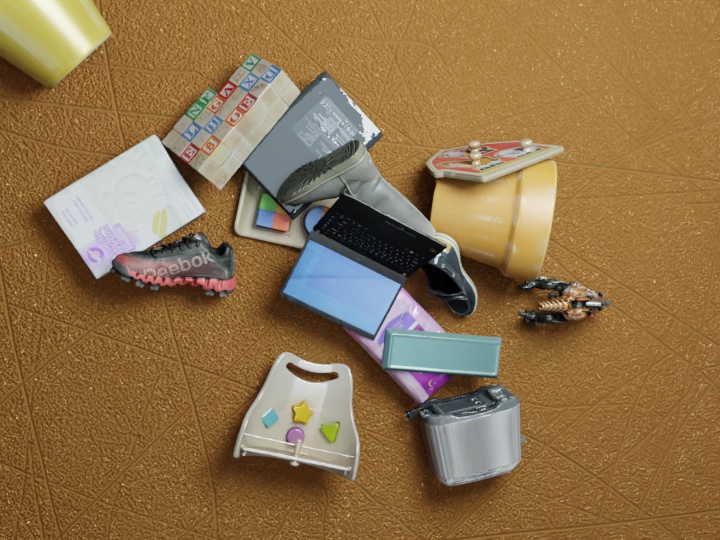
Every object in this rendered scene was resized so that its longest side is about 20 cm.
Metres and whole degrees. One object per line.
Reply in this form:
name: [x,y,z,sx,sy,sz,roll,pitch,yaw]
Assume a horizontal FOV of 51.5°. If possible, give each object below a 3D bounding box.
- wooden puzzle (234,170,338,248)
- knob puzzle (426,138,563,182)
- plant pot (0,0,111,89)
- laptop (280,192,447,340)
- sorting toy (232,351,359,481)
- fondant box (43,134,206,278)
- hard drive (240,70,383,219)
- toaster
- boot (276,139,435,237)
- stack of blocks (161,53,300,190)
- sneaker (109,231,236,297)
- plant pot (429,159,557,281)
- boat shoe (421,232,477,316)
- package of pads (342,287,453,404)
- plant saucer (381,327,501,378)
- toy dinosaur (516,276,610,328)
wooden puzzle: [-0.094,-0.129,1.234,0.200,0.046,0.185,12,92,-10]
knob puzzle: [0.192,-0.190,1.205,0.220,0.220,0.030,-14,111,-8]
plant pot: [-0.477,-0.378,1.087,0.201,0.201,0.189,-44,114,-4]
laptop: [0.000,0.000,1.137,0.177,0.200,0.103,26,60,-15]
sorting toy: [-0.093,0.233,1.238,0.200,0.107,0.180,14,84,-10]
fondant box: [-0.368,-0.100,1.184,0.200,0.058,0.144,-33,99,-5]
hard drive: [-0.084,-0.198,1.195,0.200,0.033,0.140,-43,96,-2]
toaster: [0.182,0.282,1.275,0.200,0.114,0.129,-12,98,-10]
boot: [-0.007,-0.091,1.164,0.182,0.073,0.200,-19,131,30]
stack of blocks: [-0.203,-0.239,1.169,0.200,0.115,0.059,-50,143,-3]
sneaker: [-0.286,-0.018,1.173,0.200,0.071,0.098,6,105,-29]
plant pot: [0.209,-0.094,1.225,0.183,0.200,0.200,9,92,5]
boat shoe: [0.143,0.021,1.232,0.075,0.200,0.062,12,59,30]
package of pads: [0.074,0.117,1.264,0.121,0.076,0.200,-44,99,-2]
plant saucer: [0.137,0.138,1.229,0.200,0.019,0.070,6,93,-11]
toy dinosaur: [0.346,0.048,1.270,0.200,0.136,0.102,32,68,-51]
